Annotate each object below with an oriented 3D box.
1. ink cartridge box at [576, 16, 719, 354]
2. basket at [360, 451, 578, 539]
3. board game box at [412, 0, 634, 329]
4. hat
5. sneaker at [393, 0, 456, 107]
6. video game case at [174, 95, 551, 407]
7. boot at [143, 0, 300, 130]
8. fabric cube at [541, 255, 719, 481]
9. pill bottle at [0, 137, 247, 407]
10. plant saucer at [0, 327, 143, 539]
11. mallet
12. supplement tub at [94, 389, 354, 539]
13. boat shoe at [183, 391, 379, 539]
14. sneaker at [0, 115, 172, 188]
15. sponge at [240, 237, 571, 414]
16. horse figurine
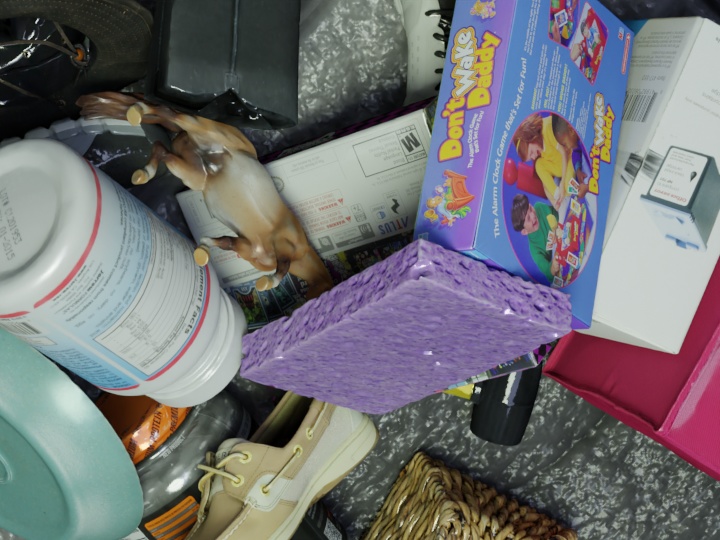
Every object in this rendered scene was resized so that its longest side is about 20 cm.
[{"bbox_3d":[0.178,-0.058,1.459,0.086,0.146,0.200,24,86,-21],"label":"ink cartridge box"},{"bbox_3d":[0.063,0.254,1.554,0.149,0.143,0.200,30,99,-18],"label":"basket"},{"bbox_3d":[0.101,-0.080,1.353,0.134,0.045,0.200,32,62,-47],"label":"board game box"},{"bbox_3d":[-0.226,-0.151,1.389,0.200,0.201,0.081,-12,68,-9],"label":"hat"},{"bbox_3d":[0.062,-0.138,1.469,0.074,0.080,0.200,-3,106,-9],"label":"sneaker"},{"bbox_3d":[0.000,0.000,1.451,0.200,0.036,0.182,-18,104,32],"label":"video game case"},{"bbox_3d":[-0.041,-0.183,1.384,0.164,0.066,0.200,8,69,-10],"label":"boot"},{"bbox_3d":[0.280,0.052,1.499,0.199,0.200,0.196,32,89,-20],"label":"fabric cube"},{"bbox_3d":[-0.154,0.009,1.357,0.109,0.109,0.200,-45,141,4],"label":"pill bottle"},{"bbox_3d":[-0.227,0.109,1.424,0.036,0.200,0.200,-49,115,-34],"label":"plant saucer"},{"bbox_3d":[0.031,0.061,1.547,0.200,0.041,0.066,20,101,-13],"label":"mallet"},{"bbox_3d":[-0.097,0.162,1.501,0.122,0.123,0.200,-37,111,0],"label":"supplement tub"},{"bbox_3d":[-0.068,0.134,1.410,0.066,0.074,0.200,58,44,-13],"label":"boat shoe"},{"bbox_3d":[-0.211,-0.027,1.416,0.200,0.116,0.075,-9,150,-3],"label":"sneaker"},{"bbox_3d":[0.024,0.038,1.347,0.111,0.200,0.030,18,62,-29],"label":"sponge"},{"bbox_3d":[-0.085,-0.046,1.389,0.050,0.133,0.200,-43,80,20],"label":"horse figurine"}]
